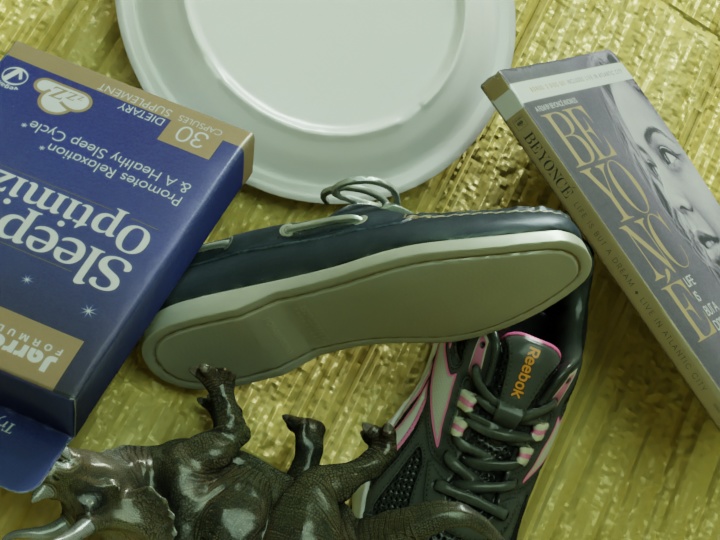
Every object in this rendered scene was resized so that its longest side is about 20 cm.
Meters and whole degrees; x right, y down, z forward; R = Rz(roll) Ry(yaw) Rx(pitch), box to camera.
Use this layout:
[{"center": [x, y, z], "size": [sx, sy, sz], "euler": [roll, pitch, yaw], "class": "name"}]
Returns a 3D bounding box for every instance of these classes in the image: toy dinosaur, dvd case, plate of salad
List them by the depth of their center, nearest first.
[{"center": [-0.042, 0.104, 0.906], "size": [0.199, 0.077, 0.103], "euler": [20, 69, -8], "class": "toy dinosaur"}, {"center": [0.146, -0.017, 1.024], "size": [0.200, 0.016, 0.149], "euler": [56, 27, 8], "class": "dvd case"}, {"center": [-0.022, -0.127, 1.031], "size": [0.199, 0.048, 0.201], "euler": [4, 77, -17], "class": "plate of salad"}]

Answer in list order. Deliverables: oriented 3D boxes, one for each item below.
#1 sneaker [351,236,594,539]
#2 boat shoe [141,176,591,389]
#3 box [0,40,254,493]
[{"center": [0.054, 0.062, 0.954], "size": [0.080, 0.086, 0.201], "euler": [20, 62, -11], "class": "sneaker"}, {"center": [0.000, 0.000, 0.930], "size": [0.199, 0.075, 0.062], "euler": [-16, 51, 17], "class": "boat shoe"}, {"center": [-0.140, -0.007, 0.902], "size": [0.121, 0.032, 0.200], "euler": [22, 52, 11], "class": "box"}]
